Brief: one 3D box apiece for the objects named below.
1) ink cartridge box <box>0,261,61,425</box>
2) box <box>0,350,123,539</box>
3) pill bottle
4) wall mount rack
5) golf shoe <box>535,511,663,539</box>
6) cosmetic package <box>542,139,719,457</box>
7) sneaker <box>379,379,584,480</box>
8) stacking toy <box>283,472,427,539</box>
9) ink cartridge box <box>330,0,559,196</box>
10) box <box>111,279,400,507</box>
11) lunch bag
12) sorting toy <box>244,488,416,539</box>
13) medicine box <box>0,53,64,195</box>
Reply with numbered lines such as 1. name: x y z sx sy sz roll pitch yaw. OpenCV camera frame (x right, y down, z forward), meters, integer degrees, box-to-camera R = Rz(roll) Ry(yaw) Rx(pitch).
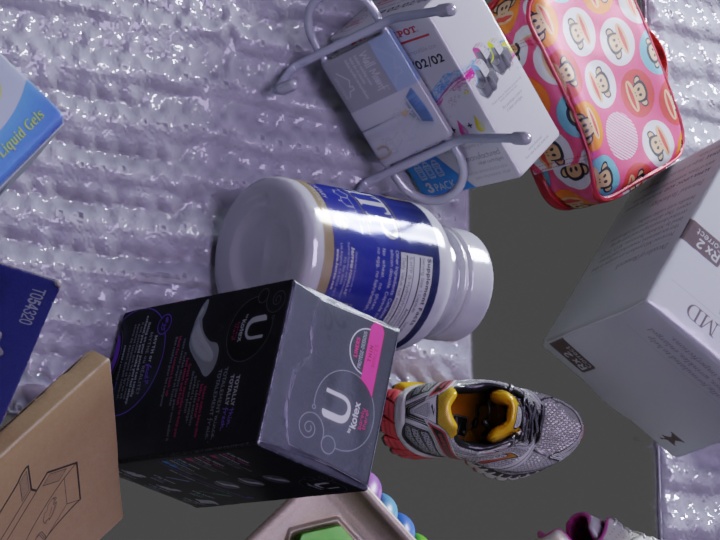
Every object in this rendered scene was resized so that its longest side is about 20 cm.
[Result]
1. ink cartridge box: -0.300 0.040 1.402 0.199 0.196 0.043 19 54 -9
2. box: -0.232 0.169 1.541 0.200 0.021 0.164 -44 149 -38
3. pill bottle: 0.000 0.000 1.771 0.200 0.120 0.120 9 77 -41
4. wall mount rack: 0.036 -0.132 1.791 0.200 0.173 0.075 57 28 -18
5. golf shoe: 0.222 0.242 1.960 0.200 0.075 0.092 -9 86 -43
6. cosmetic package: 0.295 0.022 1.973 0.165 0.165 0.200 39 60 -12
7. sneaker: 0.111 0.128 1.872 0.200 0.082 0.078 5 79 -42
8. stacking toy: 0.033 0.229 1.759 0.200 0.085 0.085 42 57 -14
9. ink cartridge box: 0.057 -0.164 1.854 0.068 0.115 0.200 -45 111 -38
10. box: -0.083 0.090 1.627 0.106 0.200 0.123 26 67 -35
11. lunch bag: 0.202 -0.167 2.005 0.176 0.082 0.201 -30 102 -41
12. sorting toy: -0.027 0.268 1.671 0.200 0.036 0.185 -43 94 -9
13. medicine box: -0.327 -0.092 1.475 0.200 0.103 0.182 44 54 -6
